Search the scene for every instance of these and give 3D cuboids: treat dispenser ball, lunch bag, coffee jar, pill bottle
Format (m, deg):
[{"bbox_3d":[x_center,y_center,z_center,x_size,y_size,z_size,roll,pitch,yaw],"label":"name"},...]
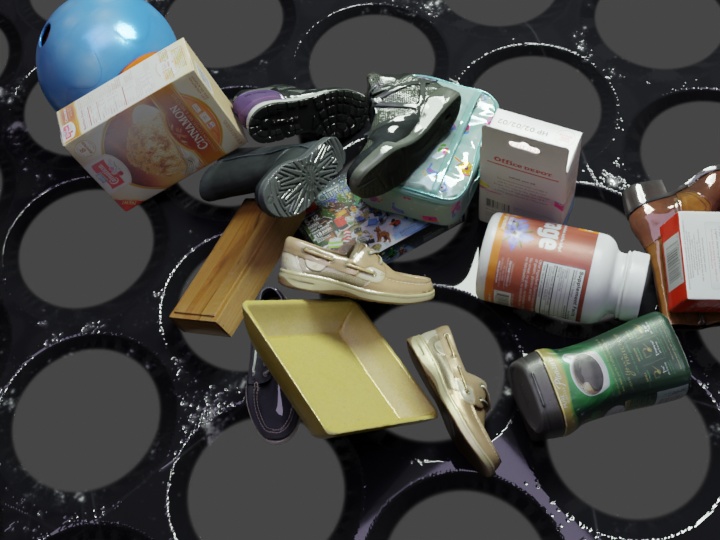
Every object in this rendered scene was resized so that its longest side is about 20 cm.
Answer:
[{"bbox_3d":[-0.351,-0.289,1.536,0.198,0.202,0.203,-3,58,4],"label":"treat dispenser ball"},{"bbox_3d":[0.095,-0.163,1.441,0.159,0.077,0.201,16,62,15],"label":"lunch bag"},{"bbox_3d":[0.276,0.126,1.286,0.198,0.085,0.105,-16,69,-5],"label":"coffee jar"},{"bbox_3d":[0.249,0.001,1.351,0.198,0.113,0.113,12,60,13],"label":"pill bottle"}]

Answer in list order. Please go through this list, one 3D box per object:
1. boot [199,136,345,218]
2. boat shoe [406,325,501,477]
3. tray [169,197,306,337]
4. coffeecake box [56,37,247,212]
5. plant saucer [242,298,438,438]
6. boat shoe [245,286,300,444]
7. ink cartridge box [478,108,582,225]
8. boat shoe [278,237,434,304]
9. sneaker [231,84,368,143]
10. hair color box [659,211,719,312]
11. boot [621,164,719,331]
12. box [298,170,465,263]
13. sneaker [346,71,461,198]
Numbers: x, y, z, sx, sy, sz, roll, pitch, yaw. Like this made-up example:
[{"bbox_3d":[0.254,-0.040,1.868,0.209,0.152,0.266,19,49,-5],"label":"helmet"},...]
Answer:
[{"bbox_3d":[-0.140,-0.116,1.426,0.199,0.066,0.165,2,27,38],"label":"boot"},{"bbox_3d":[0.122,0.148,1.298,0.064,0.072,0.201,-23,58,-8],"label":"boat shoe"},{"bbox_3d":[-0.158,-0.008,1.417,0.098,0.037,0.201,2,52,44],"label":"tray"},{"bbox_3d":[-0.277,-0.191,1.466,0.199,0.154,0.073,-28,51,7],"label":"coffeecake box"},{"bbox_3d":[-0.032,0.121,1.295,0.199,0.049,0.201,0,44,-48],"label":"plant saucer"},{"bbox_3d":[-0.110,0.112,1.348,0.072,0.063,0.202,-5,58,3],"label":"boat shoe"},{"bbox_3d":[0.213,-0.128,1.381,0.114,0.201,0.068,18,62,16],"label":"ink cartridge box"},{"bbox_3d":[0.000,0.000,1.361,0.198,0.071,0.065,8,95,-14],"label":"boat shoe"},{"bbox_3d":[-0.082,-0.234,1.524,0.198,0.076,0.088,-7,38,-32],"label":"sneaker"},{"bbox_3d":[0.471,-0.009,1.328,0.198,0.064,0.112,1,73,-7],"label":"hair color box"},{"bbox_3d":[0.442,-0.029,1.380,0.186,0.069,0.202,-8,63,-12],"label":"boot"},{"bbox_3d":[0.021,-0.078,1.465,0.199,0.038,0.137,-29,60,-12],"label":"box"},{"bbox_3d":[0.027,-0.174,1.368,0.114,0.077,0.200,30,64,23],"label":"sneaker"}]
